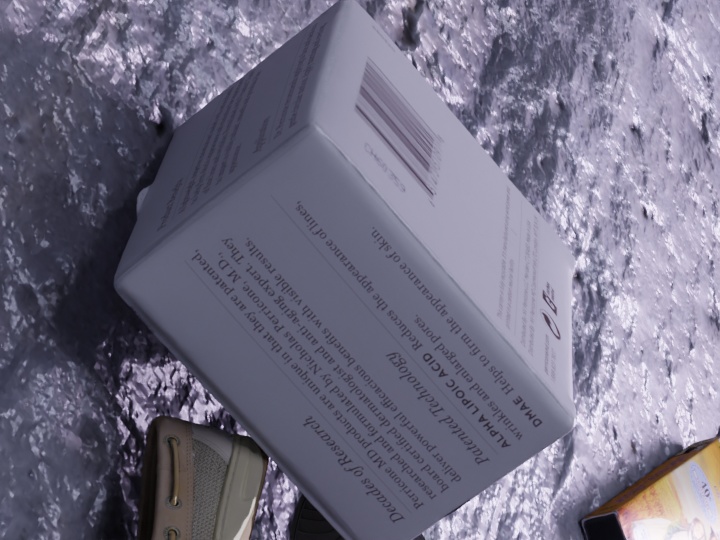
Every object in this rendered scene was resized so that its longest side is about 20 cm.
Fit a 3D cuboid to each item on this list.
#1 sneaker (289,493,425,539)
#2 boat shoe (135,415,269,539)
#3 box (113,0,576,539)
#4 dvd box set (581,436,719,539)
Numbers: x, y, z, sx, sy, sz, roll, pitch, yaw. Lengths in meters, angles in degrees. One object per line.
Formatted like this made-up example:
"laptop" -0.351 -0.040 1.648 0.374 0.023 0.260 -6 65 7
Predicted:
"sneaker" 0.023 0.196 1.277 0.106 0.075 0.201 -10 84 -70
"boat shoe" -0.094 0.157 1.110 0.065 0.072 0.200 20 54 -9
"box" 0.000 0.000 1.200 0.200 0.131 0.199 48 20 -15
"dvd box set" 0.223 0.206 1.617 0.200 0.029 0.147 -20 91 -59
